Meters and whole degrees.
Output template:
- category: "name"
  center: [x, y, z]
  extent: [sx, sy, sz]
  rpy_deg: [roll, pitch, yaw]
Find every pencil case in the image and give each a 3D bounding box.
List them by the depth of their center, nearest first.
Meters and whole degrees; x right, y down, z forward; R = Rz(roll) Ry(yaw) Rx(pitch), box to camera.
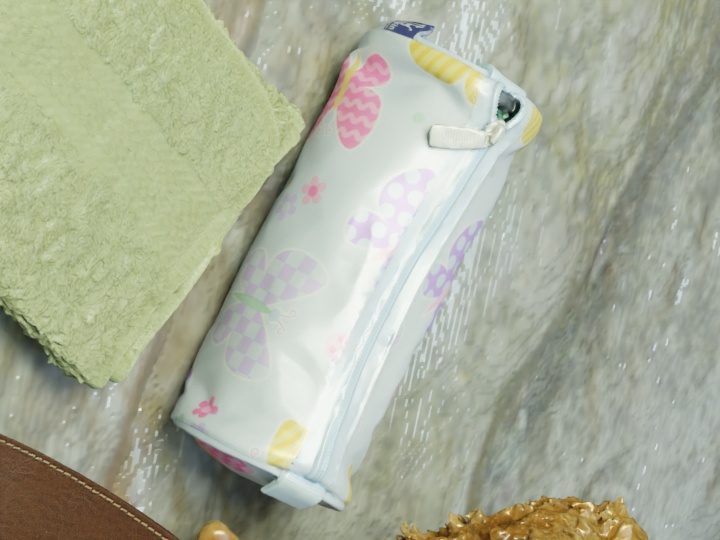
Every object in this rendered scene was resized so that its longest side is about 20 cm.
- category: "pencil case"
  center: [0.000, 0.000, 0.983]
  extent: [0.083, 0.091, 0.201]
  rpy_deg: [35, 81, -46]

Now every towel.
- category: "towel"
  center: [-0.110, -0.057, 0.889]
  extent: [0.149, 0.036, 0.200]
  rpy_deg: [-55, 136, -14]

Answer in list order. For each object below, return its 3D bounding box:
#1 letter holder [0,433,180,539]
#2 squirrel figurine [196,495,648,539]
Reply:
- category: "letter holder"
  center: [-0.130, 0.148, 0.829]
  extent: [0.142, 0.200, 0.101]
  rpy_deg: [-46, 133, -22]
- category: "squirrel figurine"
  center: [0.018, 0.151, 1.001]
  extent: [0.186, 0.200, 0.142]
  rpy_deg: [15, 54, -31]
